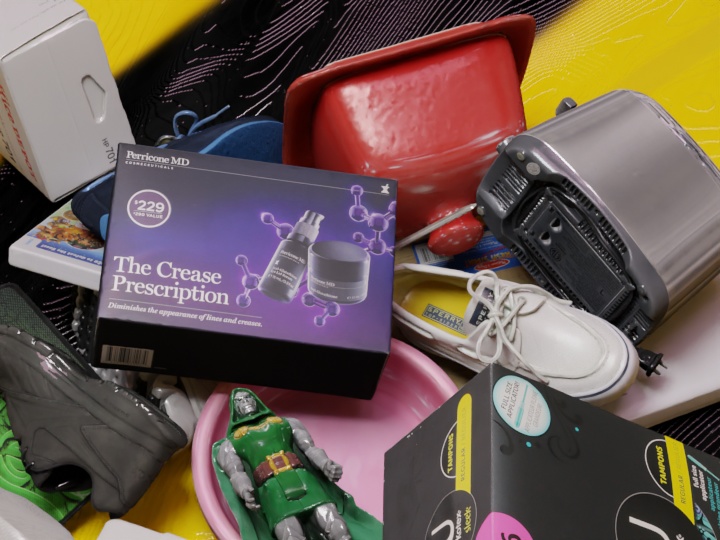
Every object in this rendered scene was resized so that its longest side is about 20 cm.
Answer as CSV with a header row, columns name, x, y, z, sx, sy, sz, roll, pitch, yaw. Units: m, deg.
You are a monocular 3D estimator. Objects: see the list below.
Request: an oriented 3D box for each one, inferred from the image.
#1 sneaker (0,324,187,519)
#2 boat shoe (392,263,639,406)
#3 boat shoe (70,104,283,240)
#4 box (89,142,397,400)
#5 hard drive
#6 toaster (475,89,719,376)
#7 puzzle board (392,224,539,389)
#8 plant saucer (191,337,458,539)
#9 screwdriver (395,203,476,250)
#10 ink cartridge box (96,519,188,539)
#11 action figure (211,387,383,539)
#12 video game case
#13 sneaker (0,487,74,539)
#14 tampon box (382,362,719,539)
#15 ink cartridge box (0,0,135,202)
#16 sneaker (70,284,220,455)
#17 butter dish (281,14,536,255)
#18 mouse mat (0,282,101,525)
name,x,y,z,sx,sy,sz,roll,pitch,yaw
sneaker,-0.214,0.103,1.393,0.199,0.076,0.091,26,81,38
boat shoe,0.096,0.034,1.402,0.201,0.086,0.075,22,77,35
boat shoe,-0.136,-0.082,1.522,0.068,0.085,0.200,22,29,34
box,-0.079,0.000,1.388,0.199,0.079,0.142,7,58,-8
hard drive,0.201,0.053,1.467,0.199,0.027,0.132,-18,52,-18
toaster,0.190,-0.035,1.440,0.129,0.114,0.200,-34,77,-31
puzzle board,0.042,0.042,1.509,0.199,0.017,0.151,-13,50,-7
plant saucer,-0.017,0.138,1.399,0.199,0.051,0.202,0,60,0
screwdriver,0.000,0.000,1.475,0.199,0.028,0.029,-24,54,19
ink cartridge box,-0.100,0.252,1.314,0.199,0.068,0.117,19,53,17
action figure,-0.045,0.152,1.323,0.118,0.055,0.200,-18,47,-19
video game case,-0.157,-0.032,1.529,0.142,0.018,0.200,16,29,16
sneaker,-0.270,0.188,1.370,0.199,0.075,0.089,24,87,42
tampon box,0.128,0.178,1.262,0.199,0.126,0.151,22,47,-25
ink cartridge box,-0.276,-0.169,1.594,0.086,0.147,0.200,-31,43,-19
sneaker,-0.155,0.057,1.484,0.081,0.075,0.200,-13,48,-30
butter dish,0.051,-0.082,1.518,0.198,0.200,0.149,-17,71,-10
mouse mat,-0.263,0.114,1.451,0.161,0.008,0.200,-42,59,-8
